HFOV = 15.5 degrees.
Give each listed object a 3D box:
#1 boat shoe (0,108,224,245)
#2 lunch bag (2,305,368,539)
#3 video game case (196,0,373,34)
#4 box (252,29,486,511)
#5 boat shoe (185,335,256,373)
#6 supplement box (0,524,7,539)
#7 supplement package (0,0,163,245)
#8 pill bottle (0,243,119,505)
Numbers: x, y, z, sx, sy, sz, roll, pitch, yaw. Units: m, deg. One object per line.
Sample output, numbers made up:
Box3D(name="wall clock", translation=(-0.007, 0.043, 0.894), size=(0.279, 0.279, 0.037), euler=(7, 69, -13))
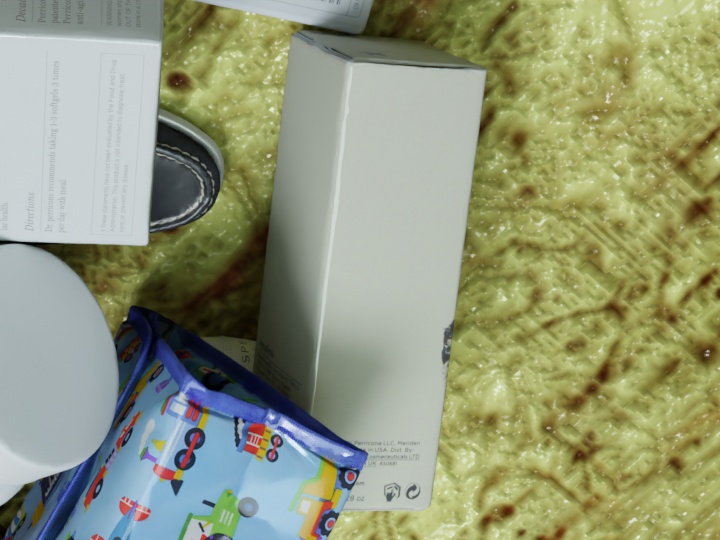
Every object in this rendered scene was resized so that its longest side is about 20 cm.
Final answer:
Box3D(name="boat shoe", translation=(-0.157, -0.040, 1.158), size=(0.200, 0.060, 0.074), euler=(8, 118, -13))
Box3D(name="lunch bag", translation=(-0.098, 0.104, 1.149), size=(0.094, 0.200, 0.151), euler=(26, 92, -24))
Box3D(name="video game case", translation=(-0.070, -0.202, 1.104), size=(0.200, 0.023, 0.183), euler=(11, 117, -13))
Box3D(name="box", translation=(0.000, 0.000, 1.161), size=(0.068, 0.082, 0.200), euler=(3, 104, -22))
Box3D(name="boat shoe", translation=(-0.082, 0.126, 1.239), size=(0.069, 0.071, 0.200), euler=(12, 93, -20))
Box3D(name="supplement box", translation=(-0.183, 0.184, 1.264), size=(0.200, 0.061, 0.109), euler=(41, 86, -27))
Box3D(name="supplement package", translation=(-0.182, -0.092, 1.074), size=(0.200, 0.117, 0.117), euler=(2, 136, -7))
Box3D(name="pill bottle", translation=(-0.206, 0.058, 1.131), size=(0.200, 0.114, 0.114), euler=(-17, 126, 36))
